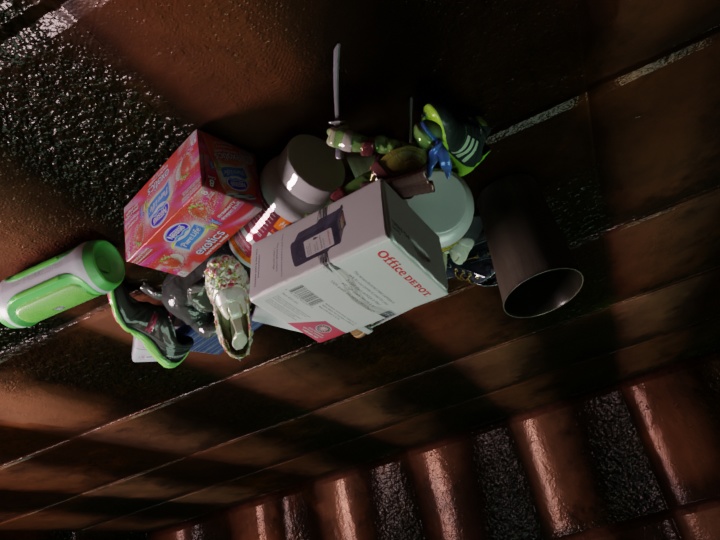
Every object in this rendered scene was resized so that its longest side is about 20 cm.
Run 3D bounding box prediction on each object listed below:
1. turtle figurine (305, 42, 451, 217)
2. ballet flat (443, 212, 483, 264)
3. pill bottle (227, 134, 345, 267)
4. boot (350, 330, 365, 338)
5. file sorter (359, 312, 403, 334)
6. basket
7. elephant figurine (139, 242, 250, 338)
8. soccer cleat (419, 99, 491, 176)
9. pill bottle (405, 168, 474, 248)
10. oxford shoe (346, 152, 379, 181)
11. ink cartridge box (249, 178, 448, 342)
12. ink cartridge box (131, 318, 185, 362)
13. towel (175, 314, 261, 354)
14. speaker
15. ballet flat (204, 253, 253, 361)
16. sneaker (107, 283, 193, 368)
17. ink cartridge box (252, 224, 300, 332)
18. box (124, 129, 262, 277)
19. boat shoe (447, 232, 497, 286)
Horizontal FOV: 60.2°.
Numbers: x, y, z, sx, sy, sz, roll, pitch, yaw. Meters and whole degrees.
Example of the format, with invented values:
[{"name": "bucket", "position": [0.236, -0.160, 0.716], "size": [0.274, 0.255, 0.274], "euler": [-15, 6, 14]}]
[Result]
[{"name": "turtle figurine", "position": [0.014, -0.133, 0.788], "size": [0.195, 0.200, 0.143], "euler": [-50, 162, 20]}, {"name": "ballet flat", "position": [0.161, -0.032, 1.174], "size": [0.198, 0.075, 0.072], "euler": [-32, 148, 30]}, {"name": "pill bottle", "position": [-0.108, -0.093, 0.888], "size": [0.107, 0.112, 0.200], "euler": [6, 147, -34]}, {"name": "boot", "position": [0.004, 0.067, 1.292], "size": [0.074, 0.075, 0.202], "euler": [7, 137, -21]}, {"name": "file sorter", "position": [0.000, 0.000, 1.083], "size": [0.123, 0.141, 0.199], "euler": [-27, 150, 20]}, {"name": "basket", "position": [0.277, -0.048, 1.053], "size": [0.133, 0.204, 0.181], "euler": [-15, 152, 5]}, {"name": "elephant figurine", "position": [-0.230, 0.003, 1.006], "size": [0.154, 0.142, 0.200], "euler": [-33, 171, -49]}, {"name": "soccer cleat", "position": [0.137, -0.195, 0.868], "size": [0.080, 0.068, 0.200], "euler": [-37, 159, 9]}, {"name": "pill bottle", "position": [0.112, -0.088, 0.926], "size": [0.110, 0.116, 0.200], "euler": [-16, 177, 4]}, {"name": "oxford shoe", "position": [0.026, -0.132, 0.949], "size": [0.072, 0.072, 0.201], "euler": [9, 157, 13]}, {"name": "ink cartridge box", "position": [-0.013, -0.003, 0.744], "size": [0.197, 0.086, 0.144], "euler": [-23, 143, 27]}, {"name": "ink cartridge box", "position": [-0.354, 0.130, 1.256], "size": [0.195, 0.058, 0.163], "euler": [4, 147, -23]}, {"name": "towel", "position": [-0.288, 0.118, 1.244], "size": [0.143, 0.024, 0.200], "euler": [-33, 160, 10]}, {"name": "speaker", "position": [-0.467, 0.022, 0.959], "size": [0.196, 0.090, 0.088], "euler": [-21, 152, 14]}, {"name": "ballet flat", "position": [-0.192, 0.063, 0.953], "size": [0.074, 0.065, 0.203], "euler": [-17, 139, -15]}, {"name": "sneaker", "position": [-0.373, 0.085, 1.105], "size": [0.083, 0.077, 0.201], "euler": [-38, 125, -5]}, {"name": "ink cartridge box", "position": [-0.057, 0.029, 0.919], "size": [0.170, 0.044, 0.201], "euler": [15, 142, -13]}, {"name": "box", "position": [-0.235, -0.085, 0.856], "size": [0.198, 0.097, 0.099], "euler": [-33, 146, 33]}, {"name": "boat shoe", "position": [0.210, -0.003, 1.225], "size": [0.197, 0.093, 0.070], "euler": [-27, 150, 24]}]
